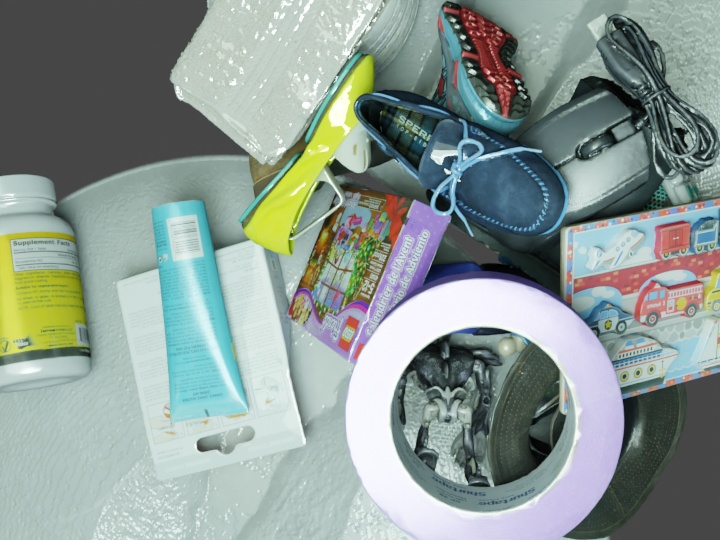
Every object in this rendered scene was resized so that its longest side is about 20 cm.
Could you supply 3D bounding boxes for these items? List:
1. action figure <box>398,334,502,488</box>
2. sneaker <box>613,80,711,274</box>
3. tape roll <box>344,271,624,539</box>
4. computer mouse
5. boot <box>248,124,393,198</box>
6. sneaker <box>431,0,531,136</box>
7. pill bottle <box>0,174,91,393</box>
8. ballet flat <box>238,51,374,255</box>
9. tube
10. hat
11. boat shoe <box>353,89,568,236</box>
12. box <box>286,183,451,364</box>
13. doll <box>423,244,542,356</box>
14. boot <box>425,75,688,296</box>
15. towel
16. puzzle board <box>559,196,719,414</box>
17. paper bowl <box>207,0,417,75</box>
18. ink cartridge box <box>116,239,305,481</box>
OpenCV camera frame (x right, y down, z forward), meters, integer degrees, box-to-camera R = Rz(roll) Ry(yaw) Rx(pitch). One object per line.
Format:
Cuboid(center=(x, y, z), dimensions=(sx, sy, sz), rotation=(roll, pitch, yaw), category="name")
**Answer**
Cuboid(center=(0.066, 0.129, 0.888), dimensions=(0.117, 0.201, 0.103), rotation=(12, 126, -8), category="action figure")
Cuboid(center=(0.244, -0.066, 0.893), dimensions=(0.091, 0.077, 0.202), rotation=(-30, 73, 27), category="sneaker")
Cuboid(center=(0.090, 0.103, 0.752), dimensions=(0.197, 0.066, 0.203), rotation=(1, 95, 6), category="tape roll")
Cuboid(center=(0.159, -0.087, 0.786), dimensions=(0.200, 0.052, 0.139), rotation=(-41, 72, 35), category="computer mouse")
Cuboid(center=(-0.019, -0.130, 0.966), dimensions=(0.198, 0.074, 0.076), rotation=(-18, 73, 16), category="boot")
Cuboid(center=(0.087, -0.164, 0.900), dimensions=(0.079, 0.201, 0.096), rotation=(24, 124, -16), category="sneaker")
Cuboid(center=(-0.335, 0.014, 1.013), dimensions=(0.111, 0.112, 0.203), rotation=(-13, 80, 14), category="pill bottle")
Cuboid(center=(-0.031, -0.095, 0.901), dimensions=(0.067, 0.067, 0.201), rotation=(38, 109, 1), category="ballet flat")
Cuboid(center=(-0.156, 0.037, 0.952), dimensions=(0.076, 0.050, 0.203), rotation=(-10, 87, 18), category="tube")
Cuboid(center=(0.173, 0.124, 0.861), dimensions=(0.198, 0.081, 0.203), rotation=(-5, 102, -25), category="hat")
Cuboid(center=(0.067, -0.080, 0.788), dimensions=(0.199, 0.068, 0.085), rotation=(30, 107, 38), category="boat shoe")
Cuboid(center=(0.000, 0.000, 0.886), dimensions=(0.039, 0.200, 0.138), rotation=(22, 90, -20), category="box")
Cuboid(center=(0.115, 0.021, 0.905), dimensions=(0.197, 0.049, 0.138), rotation=(2, 49, 4), category="doll")
Cuboid(center=(0.162, -0.089, 0.866), dimensions=(0.200, 0.076, 0.170), rotation=(38, 114, 35), category="boot")
Cuboid(center=(-0.073, -0.203, 0.889), dimensions=(0.132, 0.034, 0.201), rotation=(37, 112, 4), category="towel")
Cuboid(center=(0.245, 0.024, 0.814), dimensions=(0.198, 0.017, 0.153), rotation=(-10, 108, -23), category="puzzle board")
Cuboid(center=(-0.051, -0.273, 0.963), dimensions=(0.198, 0.104, 0.204), rotation=(-1, 85, 16), category="paper bowl")
Cuboid(center=(-0.140, 0.086, 0.989), dimensions=(0.158, 0.047, 0.203), rotation=(-16, 83, 13), category="ink cartridge box")
